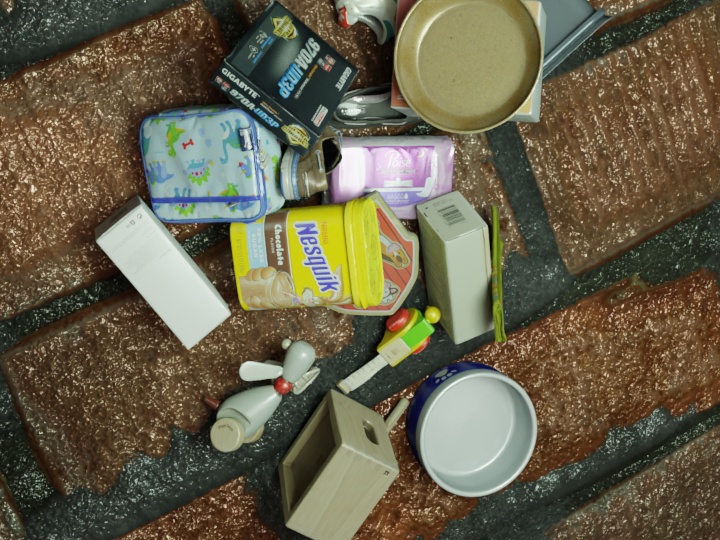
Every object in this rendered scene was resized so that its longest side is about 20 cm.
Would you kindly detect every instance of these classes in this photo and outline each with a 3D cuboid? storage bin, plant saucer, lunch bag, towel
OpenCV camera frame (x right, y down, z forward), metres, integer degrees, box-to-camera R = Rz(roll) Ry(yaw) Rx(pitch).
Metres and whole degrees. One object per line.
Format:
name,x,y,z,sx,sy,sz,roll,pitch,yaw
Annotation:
storage bin,0.249,-0.353,1.586,0.199,0.146,0.135,-40,92,11
plant saucer,0.144,-0.281,1.423,0.197,0.035,0.204,0,92,14
lunch bag,-0.201,-0.143,1.468,0.197,0.082,0.163,3,107,27
towel,0.206,0.003,1.607,0.018,0.202,0.087,-2,138,8

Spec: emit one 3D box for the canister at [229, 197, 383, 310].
canister,-0.076,-0.019,1.516,0.197,0.087,0.151,-4,101,15

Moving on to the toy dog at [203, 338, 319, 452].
toy dog,-0.158,0.173,1.588,0.096,0.132,0.200,41,78,13

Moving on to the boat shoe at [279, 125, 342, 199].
boat shoe,-0.061,-0.166,1.489,0.071,0.202,0.073,2,135,7

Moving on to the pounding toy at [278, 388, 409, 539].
pounding toy,-0.015,0.283,1.618,0.141,0.200,0.185,29,106,-19

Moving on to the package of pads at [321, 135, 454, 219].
package of pads,0.037,-0.138,1.594,0.197,0.076,0.122,-3,106,-15

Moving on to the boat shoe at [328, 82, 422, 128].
boat shoe,0.041,-0.242,1.585,0.197,0.057,0.068,-10,103,-14

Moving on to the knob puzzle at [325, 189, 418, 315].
knob puzzle,0.000,0.000,1.591,0.216,0.031,0.222,-1,126,-2

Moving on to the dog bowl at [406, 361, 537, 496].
dog bowl,0.175,0.250,1.706,0.197,0.079,0.203,-3,101,-16

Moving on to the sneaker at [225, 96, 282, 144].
sneaker,-0.128,-0.206,1.527,0.092,0.070,0.202,-20,102,-8

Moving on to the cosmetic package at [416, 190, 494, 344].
cosmetic package,0.143,-0.004,1.597,0.072,0.104,0.202,-21,132,-11

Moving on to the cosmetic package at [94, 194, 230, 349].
cosmetic package,-0.278,0.001,1.513,0.085,0.108,0.201,-38,107,-5

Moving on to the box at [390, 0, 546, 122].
box,0.151,-0.291,1.495,0.197,0.106,0.155,4,93,14

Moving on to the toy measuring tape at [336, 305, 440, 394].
toy measuring tape,0.044,0.115,1.663,0.199,0.074,0.074,-38,109,18

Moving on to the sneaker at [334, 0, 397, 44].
sneaker,-0.018,-0.402,1.531,0.199,0.070,0.094,32,85,-22

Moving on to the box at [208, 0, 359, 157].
box,-0.098,-0.263,1.453,0.158,0.201,0.046,38,128,-11
